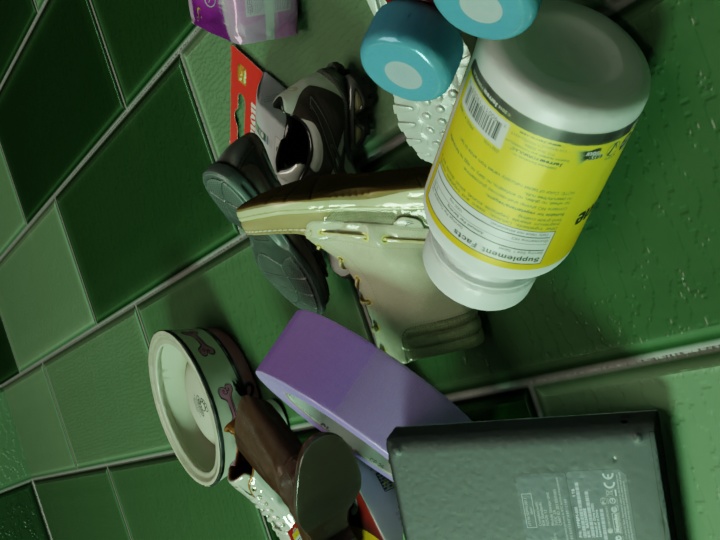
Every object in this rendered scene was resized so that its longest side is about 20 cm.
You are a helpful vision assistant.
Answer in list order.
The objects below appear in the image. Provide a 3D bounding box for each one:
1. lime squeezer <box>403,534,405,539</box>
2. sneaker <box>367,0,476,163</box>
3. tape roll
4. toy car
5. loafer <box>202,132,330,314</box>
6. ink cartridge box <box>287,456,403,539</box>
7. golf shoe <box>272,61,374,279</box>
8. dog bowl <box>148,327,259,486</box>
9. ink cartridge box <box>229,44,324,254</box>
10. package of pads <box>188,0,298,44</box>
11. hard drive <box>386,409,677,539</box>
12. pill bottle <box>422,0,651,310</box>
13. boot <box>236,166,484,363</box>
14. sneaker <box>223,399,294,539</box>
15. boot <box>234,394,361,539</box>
[{"bbox_3d":[0.069,0.232,0.980,0.037,0.199,0.071,-31,76,19],"label":"lime squeezer"},{"bbox_3d":[0.058,-0.169,0.863,0.075,0.081,0.202,-3,128,17],"label":"sneaker"},{"bbox_3d":[0.009,0.118,0.993,0.199,0.066,0.200,35,167,9],"label":"tape roll"},{"bbox_3d":[0.021,-0.241,0.678,0.199,0.186,0.177,32,155,-15],"label":"toy car"},{"bbox_3d":[-0.070,-0.040,1.083,0.071,0.063,0.201,14,149,39],"label":"loafer"},{"bbox_3d":[0.024,0.283,1.148,0.177,0.083,0.201,60,148,21],"label":"ink cartridge box"},{"bbox_3d":[-0.038,-0.080,1.047,0.077,0.094,0.203,27,130,50],"label":"golf shoe"},{"bbox_3d":[-0.190,0.161,1.464,0.200,0.073,0.203,36,134,48],"label":"dog bowl"},{"bbox_3d":[-0.100,-0.111,1.185,0.200,0.050,0.163,43,140,39],"label":"ink cartridge box"},{"bbox_3d":[-0.116,-0.315,1.069,0.120,0.075,0.203,33,133,52],"label":"package of pads"},{"bbox_3d":[0.124,0.177,0.852,0.197,0.033,0.142,-7,103,22],"label":"hard drive"},{"bbox_3d":[0.106,-0.069,0.782,0.113,0.111,0.201,54,147,28],"label":"pill bottle"},{"bbox_3d":[0.000,0.000,0.971,0.197,0.072,0.157,-3,111,19],"label":"boot"},{"bbox_3d":[-0.112,0.259,1.373,0.072,0.084,0.203,-6,102,59],"label":"sneaker"},{"bbox_3d":[-0.070,0.164,1.095,0.200,0.064,0.188,50,151,45],"label":"boot"}]
